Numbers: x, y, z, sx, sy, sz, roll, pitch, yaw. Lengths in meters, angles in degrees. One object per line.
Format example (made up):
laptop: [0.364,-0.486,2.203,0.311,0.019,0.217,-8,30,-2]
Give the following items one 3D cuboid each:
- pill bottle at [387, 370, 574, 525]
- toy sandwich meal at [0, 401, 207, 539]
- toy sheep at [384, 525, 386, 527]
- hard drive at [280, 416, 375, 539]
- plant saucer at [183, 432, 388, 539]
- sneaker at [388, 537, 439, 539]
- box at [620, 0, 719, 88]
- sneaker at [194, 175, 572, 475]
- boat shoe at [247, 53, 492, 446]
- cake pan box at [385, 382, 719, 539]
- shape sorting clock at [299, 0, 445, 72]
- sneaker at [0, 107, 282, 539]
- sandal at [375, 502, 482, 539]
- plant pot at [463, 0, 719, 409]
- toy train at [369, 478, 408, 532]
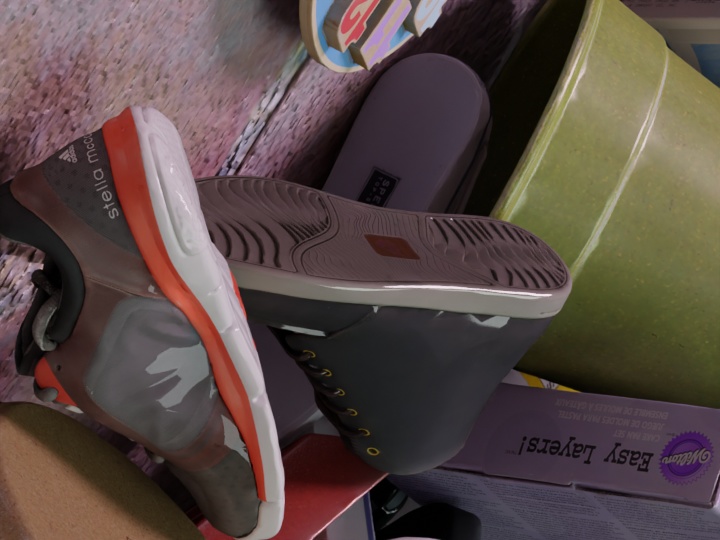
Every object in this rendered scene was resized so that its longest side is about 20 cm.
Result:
pill bottle: [0.071,0.040,1.517,0.200,0.111,0.111,-44,160,-29]
toy sandwich meal: [-0.105,0.126,1.080,0.070,0.205,0.205,-40,165,11]
toy sheep: [0.036,0.149,1.604,0.201,0.138,0.138,-62,161,15]
hard drive: [-0.045,0.166,1.410,0.132,0.025,0.200,-98,-152,-42]
plant saucer: [-0.099,0.147,1.283,0.199,0.037,0.200,-37,-179,-44]
sneaker: [-0.033,0.160,1.266,0.199,0.074,0.116,-26,-175,8]
box: [0.196,-0.077,1.467,0.101,0.112,0.200,-54,131,-34]
sneaker: [-0.015,0.030,1.214,0.199,0.075,0.107,9,121,-30]
boat shoe: [0.000,0.000,1.321,0.200,0.073,0.065,-53,158,-2]
cake pan box: [0.127,0.112,1.375,0.184,0.199,0.053,38,64,-48]
shape sorting clock: [0.037,-0.166,1.172,0.200,0.039,0.200,-48,162,-21]
sneaker: [-0.083,0.026,1.089,0.082,0.077,0.201,-18,129,0]
sandal: [-0.011,0.156,1.408,0.200,0.043,0.076,-27,-134,52]
plant pot: [0.139,-0.008,1.362,0.201,0.189,0.200,-60,-173,12]
toy train: [-0.013,0.127,1.494,0.034,0.046,0.200,-47,178,-25]
